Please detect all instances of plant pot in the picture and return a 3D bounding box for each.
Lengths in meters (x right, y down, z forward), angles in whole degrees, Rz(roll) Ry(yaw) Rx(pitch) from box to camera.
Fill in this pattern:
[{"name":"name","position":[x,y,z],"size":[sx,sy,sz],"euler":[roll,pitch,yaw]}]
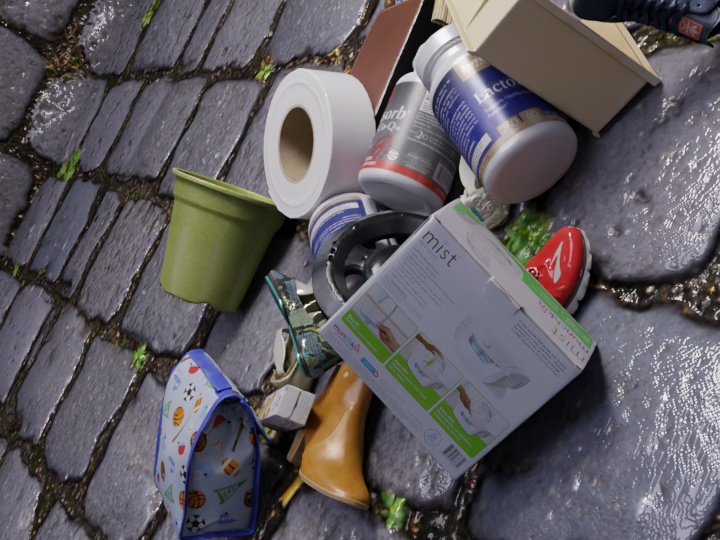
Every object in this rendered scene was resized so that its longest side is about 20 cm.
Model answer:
[{"name":"plant pot","position":[-0.224,-0.041,1.702],"size":[0.200,0.199,0.185],"euler":[25,98,61]}]

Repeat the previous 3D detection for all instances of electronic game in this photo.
[{"name":"electronic game","position":[0.043,0.006,1.256],"size":[0.042,0.198,0.201],"euler":[84,-174,-50]}]

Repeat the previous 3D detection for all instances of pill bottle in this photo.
[{"name":"pill bottle","position":[0.147,-0.182,1.232],"size":[0.116,0.115,0.201],"euler":[-46,55,24]},{"name":"pill bottle","position":[0.083,-0.180,1.392],"size":[0.116,0.115,0.201],"euler":[0,65,57]},{"name":"pill bottle","position":[0.000,0.000,1.367],"size":[0.111,0.111,0.201],"euler":[-47,32,22]}]

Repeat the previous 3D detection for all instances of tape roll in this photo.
[{"name":"tape roll","position":[-0.059,-0.169,1.480],"size":[0.202,0.070,0.204],"euler":[2,92,58]}]

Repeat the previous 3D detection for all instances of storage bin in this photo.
[{"name":"storage bin","position":[0.200,-0.273,1.203],"size":[0.094,0.199,0.199],"euler":[-49,31,28]}]

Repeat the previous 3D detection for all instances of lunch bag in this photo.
[{"name":"lunch bag","position":[-0.195,0.222,1.424],"size":[0.170,0.123,0.202],"euler":[-147,58,-61]}]

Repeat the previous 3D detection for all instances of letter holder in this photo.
[{"name":"letter holder","position":[0.055,-0.264,1.528],"size":[0.142,0.100,0.201],"euler":[0,64,59]}]

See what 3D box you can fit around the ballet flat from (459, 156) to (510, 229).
[{"name":"ballet flat","position":[0.150,-0.142,1.305],"size":[0.072,0.072,0.201],"euler":[-33,39,40]}]

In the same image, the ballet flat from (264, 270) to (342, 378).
[{"name":"ballet flat","position":[-0.066,0.060,1.388],"size":[0.074,0.074,0.200],"euler":[-49,39,19]}]

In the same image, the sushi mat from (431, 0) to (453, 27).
[{"name":"sushi mat","position":[0.156,-0.401,1.500],"size":[0.012,0.095,0.201],"euler":[122,162,-59]}]

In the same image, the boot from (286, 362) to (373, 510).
[{"name":"boot","position":[-0.017,0.184,1.274],"size":[0.145,0.071,0.201],"euler":[-62,25,-2]}]

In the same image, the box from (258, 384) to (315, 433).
[{"name":"box","position":[-0.095,0.175,1.363],"size":[0.200,0.038,0.042],"euler":[139,152,-75]}]

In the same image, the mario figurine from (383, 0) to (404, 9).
[{"name":"mario figurine","position":[0.093,-0.451,1.617],"size":[0.200,0.106,0.124],"euler":[-49,65,34]}]

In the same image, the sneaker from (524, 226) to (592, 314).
[{"name":"sneaker","position":[0.157,0.033,1.120],"size":[0.200,0.085,0.077],"euler":[-52,31,15]}]

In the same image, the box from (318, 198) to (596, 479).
[{"name":"box","position":[0.093,0.065,1.061],"size":[0.177,0.200,0.097],"euler":[-46,-5,24]}]

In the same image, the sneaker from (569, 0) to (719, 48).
[{"name":"sneaker","position":[0.308,-0.257,1.068],"size":[0.198,0.075,0.085],"euler":[-5,61,6]}]

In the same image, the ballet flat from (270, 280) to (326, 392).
[{"name":"ballet flat","position":[-0.080,0.078,1.470],"size":[0.069,0.069,0.201],"euler":[-25,45,46]}]
